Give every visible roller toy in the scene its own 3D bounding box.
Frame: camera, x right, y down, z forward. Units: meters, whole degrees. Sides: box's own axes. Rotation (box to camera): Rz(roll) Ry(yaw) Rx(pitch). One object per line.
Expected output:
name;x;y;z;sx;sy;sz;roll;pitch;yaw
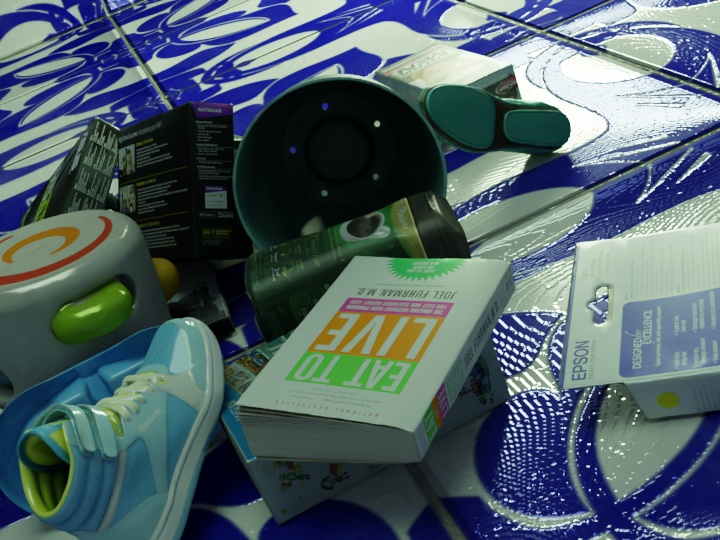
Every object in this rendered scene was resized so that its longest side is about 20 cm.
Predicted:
roller toy;-0.270;0.040;1.013;0.182;0.140;0.200;-11;25;10

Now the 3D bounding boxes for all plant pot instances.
plant pot;-0.020;-0.104;1.106;0.200;0.201;0.161;-19;17;5

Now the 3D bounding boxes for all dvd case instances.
dvd case;-0.214;0.043;1.148;0.150;0.025;0.200;-23;25;-4

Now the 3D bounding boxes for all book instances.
book;0.019;0.058;0.793;0.133;0.048;0.200;1;32;27

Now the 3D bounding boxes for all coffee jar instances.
coffee jar;0.000;0.000;1.001;0.200;0.085;0.104;-20;25;5

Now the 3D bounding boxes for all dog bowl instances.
dog bowl;-0.204;0.118;0.907;0.200;0.112;0.050;-28;14;-14

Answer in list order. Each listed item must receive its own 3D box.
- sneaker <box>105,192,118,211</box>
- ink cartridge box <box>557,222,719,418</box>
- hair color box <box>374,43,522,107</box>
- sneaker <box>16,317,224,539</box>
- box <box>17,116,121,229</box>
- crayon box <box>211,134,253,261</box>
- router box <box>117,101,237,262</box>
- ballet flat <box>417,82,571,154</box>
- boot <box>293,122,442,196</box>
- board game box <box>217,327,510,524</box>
sneaker;-0.288;-0.057;1.312;0.078;0.086;0.200;-26;19;-6
ink cartridge box;0.254;0.029;0.809;0.200;0.047;0.198;-12;29;22
hair color box;0.108;-0.228;1.387;0.099;0.061;0.200;-28;27;-14
sneaker;-0.175;0.104;0.802;0.079;0.131;0.200;-20;49;37
box;-0.338;-0.041;1.220;0.193;0.047;0.200;-43;30;39
crayon box;-0.182;-0.090;1.212;0.051;0.127;0.200;-5;13;-31
router box;-0.191;-0.082;1.129;0.051;0.149;0.200;-1;-1;-33
ballet flat;0.127;-0.152;1.158;0.200;0.067;0.070;4;-2;-33
boot;-0.003;-0.142;1.310;0.200;0.074;0.096;-18;19;-13
board game box;-0.009;0.091;0.860;0.200;0.064;0.148;-28;27;-11
